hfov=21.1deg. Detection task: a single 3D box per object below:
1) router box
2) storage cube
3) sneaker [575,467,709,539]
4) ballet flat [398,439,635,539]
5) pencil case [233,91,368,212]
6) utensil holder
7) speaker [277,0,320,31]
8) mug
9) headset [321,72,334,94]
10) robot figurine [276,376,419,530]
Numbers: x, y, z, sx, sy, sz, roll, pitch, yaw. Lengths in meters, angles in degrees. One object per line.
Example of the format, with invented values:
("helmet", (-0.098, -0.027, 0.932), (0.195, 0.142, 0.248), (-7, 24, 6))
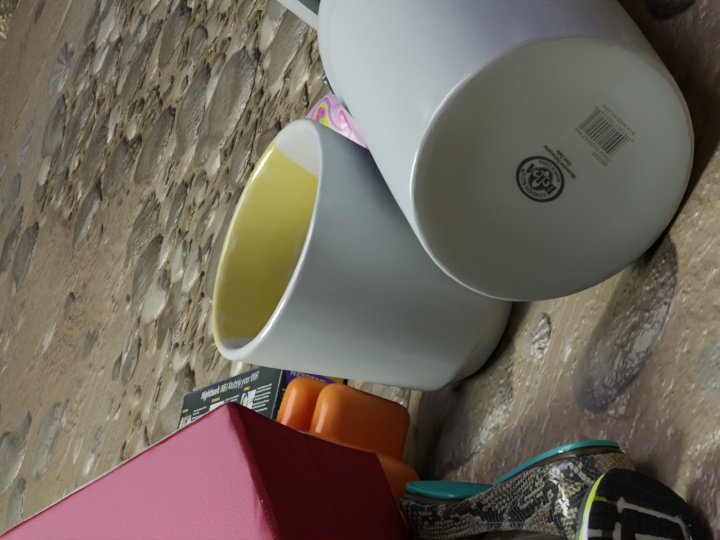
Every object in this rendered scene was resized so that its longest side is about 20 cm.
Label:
("router box", (-0.090, 0.159, 1.414), (0.200, 0.052, 0.159), (-22, 52, 62))
("storage cube", (-0.070, 0.201, 1.033), (0.199, 0.171, 0.181), (-30, 64, 19))
("sneaker", (0.115, 0.187, 0.888), (0.081, 0.073, 0.201), (-44, 33, 54))
("ballet flat", (0.078, 0.139, 1.028), (0.200, 0.067, 0.076), (-23, 67, 59))
("pencil case", (-0.017, -0.071, 1.384), (0.200, 0.087, 0.088), (-46, 33, 49))
("utensil holder", (0.077, -0.100, 1.074), (0.171, 0.169, 0.200), (-61, 26, 23))
("speaker", (-0.021, -0.208, 1.334), (0.081, 0.200, 0.082), (-9, 71, 26))
("mug", (0.005, -0.005, 1.186), (0.150, 0.152, 0.187), (-64, 23, 18))
("headset", (0.051, -0.184, 1.281), (0.123, 0.094, 0.201), (9, 68, 58))
("robot figurine", (-0.032, 0.170, 1.188), (0.117, 0.143, 0.202), (37, -112, -71))
